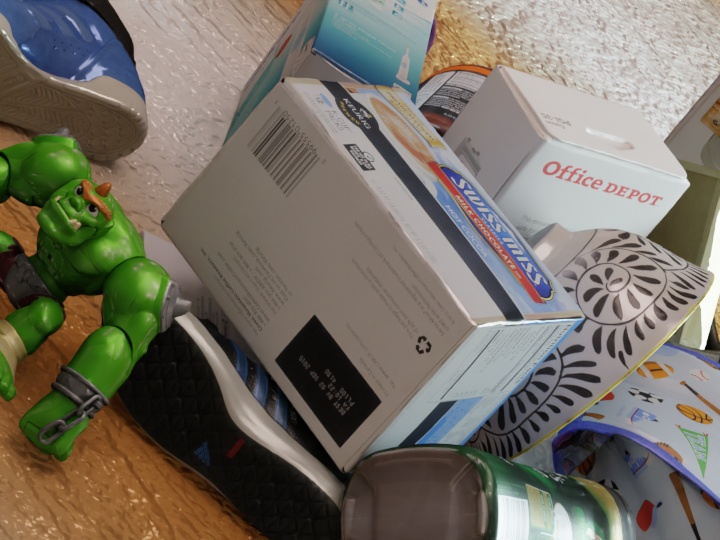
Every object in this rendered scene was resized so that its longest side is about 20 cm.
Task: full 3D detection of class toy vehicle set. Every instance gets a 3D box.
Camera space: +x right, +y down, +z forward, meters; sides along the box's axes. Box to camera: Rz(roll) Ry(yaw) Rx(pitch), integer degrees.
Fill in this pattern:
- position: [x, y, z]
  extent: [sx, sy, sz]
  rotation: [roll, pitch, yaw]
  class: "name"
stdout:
- position: [0.185, -0.028, 1.781]
  extent: [0.026, 0.124, 0.200]
  rotation: [12, 6, -40]
  class: "toy vehicle set"

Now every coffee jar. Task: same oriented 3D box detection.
- position: [0.081, 0.155, 1.455]
  extent: [0.200, 0.104, 0.085]
  rotation: [21, 67, -56]
  class: "coffee jar"

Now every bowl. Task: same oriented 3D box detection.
- position: [0.125, 0.031, 1.609]
  extent: [0.094, 0.201, 0.201]
  rotation: [51, 27, -3]
  class: "bowl"

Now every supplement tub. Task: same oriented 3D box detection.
- position: [0.070, -0.092, 1.856]
  extent: [0.107, 0.107, 0.200]
  rotation: [39, 27, 2]
  class: "supplement tub"

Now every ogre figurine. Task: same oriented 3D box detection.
- position: [-0.183, -0.003, 1.404]
  extent: [0.200, 0.120, 0.098]
  rotation: [49, -12, 40]
  class: "ogre figurine"

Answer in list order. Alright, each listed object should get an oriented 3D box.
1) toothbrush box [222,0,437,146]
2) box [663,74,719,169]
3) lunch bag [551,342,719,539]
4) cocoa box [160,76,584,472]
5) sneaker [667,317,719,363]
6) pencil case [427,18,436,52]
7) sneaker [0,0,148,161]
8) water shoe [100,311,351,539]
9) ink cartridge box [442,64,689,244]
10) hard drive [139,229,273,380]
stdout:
- position: [-0.026, -0.122, 1.744]
  extent: [0.085, 0.146, 0.200]
  rotation: [33, 28, -10]
  class: "toothbrush box"
- position: [0.284, -0.068, 1.967]
  extent: [0.112, 0.200, 0.101]
  rotation: [40, 28, 2]
  class: "box"
- position: [0.218, 0.144, 1.652]
  extent: [0.200, 0.124, 0.170]
  rotation: [44, 28, -4]
  class: "lunch bag"
- position: [0.007, 0.000, 1.475]
  extent: [0.200, 0.133, 0.131]
  rotation: [52, 28, 21]
  class: "cocoa box"
- position: [0.228, 0.031, 1.884]
  extent: [0.074, 0.079, 0.200]
  rotation: [12, 35, -37]
  class: "sneaker"
- position: [0.006, -0.247, 2.040]
  extent: [0.084, 0.086, 0.200]
  rotation: [17, 34, -30]
  class: "pencil case"
- position: [-0.228, -0.157, 1.629]
  extent: [0.200, 0.077, 0.111]
  rotation: [25, 35, -31]
  class: "sneaker"
- position: [-0.074, 0.085, 1.461]
  extent: [0.200, 0.071, 0.079]
  rotation: [49, 25, 4]
  class: "water shoe"
- position: [0.106, -0.030, 1.698]
  extent: [0.146, 0.200, 0.083]
  rotation: [14, 35, -38]
  class: "ink cartridge box"
- position: [-0.057, 0.059, 1.558]
  extent: [0.200, 0.025, 0.132]
  rotation: [27, 29, -19]
  class: "hard drive"
